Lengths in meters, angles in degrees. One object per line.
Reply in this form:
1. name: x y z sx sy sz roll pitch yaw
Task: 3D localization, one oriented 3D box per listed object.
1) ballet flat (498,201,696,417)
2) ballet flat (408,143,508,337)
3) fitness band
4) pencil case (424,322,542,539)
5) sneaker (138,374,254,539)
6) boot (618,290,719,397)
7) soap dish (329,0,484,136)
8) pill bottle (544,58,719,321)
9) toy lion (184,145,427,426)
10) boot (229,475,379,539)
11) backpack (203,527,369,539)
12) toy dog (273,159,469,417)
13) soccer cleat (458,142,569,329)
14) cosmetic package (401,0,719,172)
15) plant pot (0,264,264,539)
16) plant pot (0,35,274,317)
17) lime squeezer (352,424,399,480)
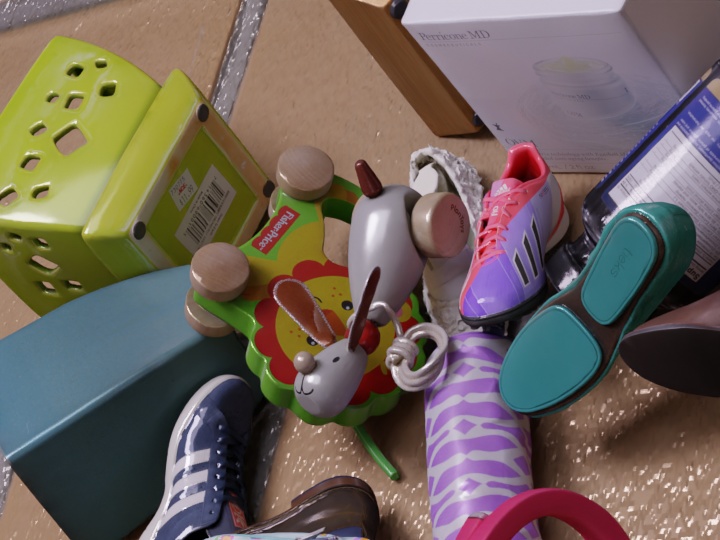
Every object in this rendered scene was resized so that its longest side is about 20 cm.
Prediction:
1. ballet flat: 0.167 0.028 1.395 0.068 0.070 0.201 53 134 22
2. ballet flat: 0.067 -0.020 1.619 0.071 0.072 0.201 -28 44 18
3. fitness band: 0.104 0.236 1.315 0.037 0.143 0.201 -9 48 60
4. pencil case: 0.089 0.138 1.461 0.084 0.085 0.201 120 158 -46
5. sneaker: -0.110 0.178 1.592 0.084 0.075 0.202 3 68 42
6. boot: 0.275 -0.016 1.350 0.185 0.064 0.201 -9 41 37
7. soap dish: 0.076 -0.219 1.675 0.158 0.200 0.081 -49 44 -7
8. pill bottle: 0.228 -0.044 1.461 0.200 0.112 0.112 -46 39 15
9. toy lion: -0.026 0.021 1.605 0.191 0.069 0.200 31 54 10
10. boot: -0.068 0.229 1.490 0.200 0.075 0.097 -40 15 3
11. backpack: -0.041 0.252 1.386 0.198 0.168 0.127 -3 32 16
12. toy dog: 0.000 0.000 1.527 0.131 0.096 0.201 -21 39 32
13. soccer cleat: 0.108 -0.025 1.526 0.068 0.074 0.200 -9 24 22
14. cosmetic package: 0.174 -0.176 1.559 0.198 0.200 0.124 2 58 40
15. plant pot: -0.187 0.100 1.671 0.199 0.142 0.142 -33 41 -2
16. plant pot: -0.198 -0.061 1.775 0.180 0.199 0.201 10 62 36
17. lime squeezer: 0.002 0.082 1.618 0.070 0.038 0.201 3 52 2
